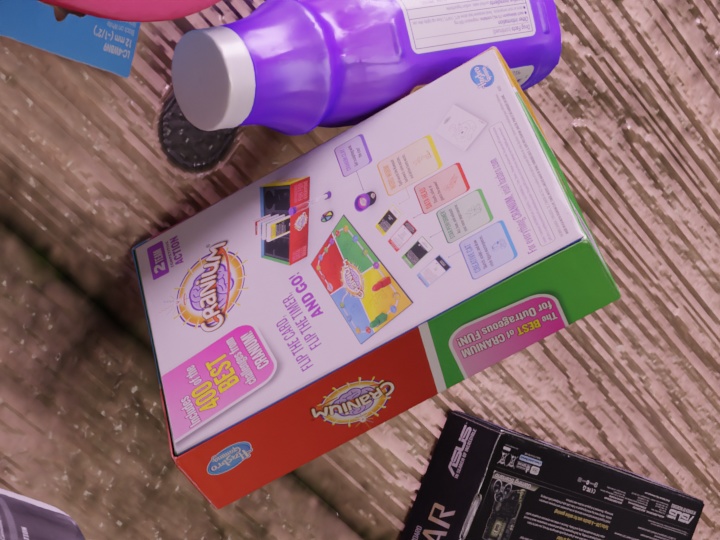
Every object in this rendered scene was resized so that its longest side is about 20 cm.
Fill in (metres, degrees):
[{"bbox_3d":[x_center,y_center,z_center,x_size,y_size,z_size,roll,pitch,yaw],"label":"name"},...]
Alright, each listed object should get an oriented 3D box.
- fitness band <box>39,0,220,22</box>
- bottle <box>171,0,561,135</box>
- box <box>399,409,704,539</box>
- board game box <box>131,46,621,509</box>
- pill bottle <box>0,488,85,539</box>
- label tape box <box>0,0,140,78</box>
[{"bbox_3d":[-0.098,-0.165,0.747,0.200,0.037,0.144,14,95,-43],"label":"fitness band"},{"bbox_3d":[0.003,-0.104,1.024,0.200,0.084,0.065,-13,90,-37],"label":"bottle"},{"bbox_3d":[0.102,0.181,1.230,0.200,0.044,0.160,21,90,-43],"label":"box"},{"bbox_3d":[0.000,0.000,0.952,0.200,0.153,0.040,-28,129,9],"label":"board game box"},{"bbox_3d":[-0.216,0.124,0.889,0.200,0.106,0.106,27,85,-43],"label":"pill bottle"},{"bbox_3d":[-0.081,-0.182,0.905,0.143,0.066,0.200,13,93,-67],"label":"label tape box"}]
